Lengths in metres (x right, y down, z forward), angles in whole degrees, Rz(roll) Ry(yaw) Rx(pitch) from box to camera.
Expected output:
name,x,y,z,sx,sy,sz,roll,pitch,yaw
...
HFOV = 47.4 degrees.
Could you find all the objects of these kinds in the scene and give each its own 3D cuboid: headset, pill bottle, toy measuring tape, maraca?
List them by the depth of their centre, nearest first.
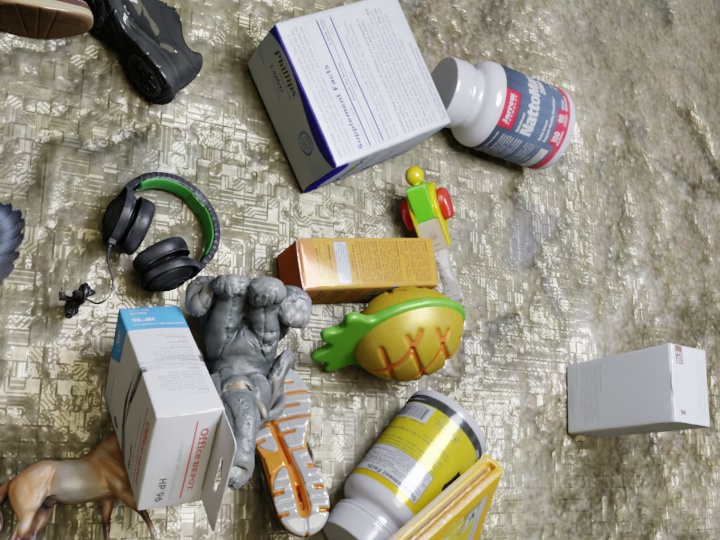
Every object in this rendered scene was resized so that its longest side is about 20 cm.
name,x,y,z,sx,sy,sz,roll,pitch,yaw
headset,-0.241,-0.022,0.896,0.124,0.094,0.200,48,44,-6
pill bottle,0.051,0.249,0.957,0.115,0.114,0.200,49,60,-10
maraca,0.037,0.079,0.987,0.196,0.138,0.108,-5,51,-24
toy measuring tape,0.103,-0.047,1.100,0.073,0.073,0.203,-34,111,-32
pill bottle,0.193,-0.225,1.157,0.196,0.119,0.122,13,71,-26

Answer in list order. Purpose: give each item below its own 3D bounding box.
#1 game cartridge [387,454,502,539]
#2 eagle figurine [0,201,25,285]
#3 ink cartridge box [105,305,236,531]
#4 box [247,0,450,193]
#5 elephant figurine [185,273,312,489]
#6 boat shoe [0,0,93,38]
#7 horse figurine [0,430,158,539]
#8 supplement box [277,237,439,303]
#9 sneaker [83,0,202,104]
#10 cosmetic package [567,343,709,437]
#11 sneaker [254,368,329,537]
name,x,y,z,sx,sy,sz,roll,pitch,yaw
game cartridge,0.080,0.322,0.917,0.032,0.203,0.175,34,46,31
eagle figurine,-0.426,-0.011,0.759,0.202,0.147,0.154,-76,162,-53
ink cartridge box,-0.187,0.140,0.785,0.067,0.118,0.201,-1,33,-30
box,-0.014,-0.227,1.045,0.198,0.104,0.187,-25,91,-33
elephant figurine,-0.129,0.112,0.852,0.154,0.139,0.205,18,73,-59
boat shoe,-0.386,-0.303,0.872,0.196,0.072,0.074,4,77,-23
horse figurine,-0.283,0.228,0.802,0.196,0.050,0.135,-9,70,-25
supplement box,0.000,0.000,1.016,0.196,0.066,0.070,-4,74,-30
sneaker,-0.261,-0.293,0.948,0.091,0.075,0.202,-45,108,-40
cosmetic package,0.370,0.167,1.111,0.073,0.199,0.104,11,72,-26
sneaker,-0.087,0.202,0.917,0.076,0.078,0.204,-8,62,-12
